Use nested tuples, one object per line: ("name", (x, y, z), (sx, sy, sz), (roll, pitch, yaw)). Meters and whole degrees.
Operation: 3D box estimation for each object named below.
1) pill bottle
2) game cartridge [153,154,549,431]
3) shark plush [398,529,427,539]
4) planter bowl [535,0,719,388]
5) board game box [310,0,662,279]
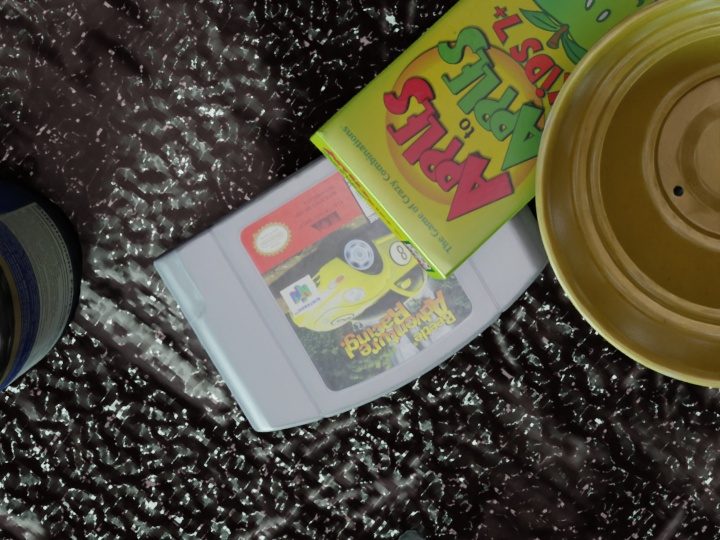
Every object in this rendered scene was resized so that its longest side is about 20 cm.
("pill bottle", (-0.209, 0.010, 0.880), (0.111, 0.200, 0.113), (1, 99, 4))
("game cartridge", (0.000, 0.000, 0.945), (0.199, 0.041, 0.134), (-31, 99, 9))
("shark plush", (0.083, 0.239, 0.962), (0.199, 0.091, 0.084), (35, 70, 4))
("planter bowl", (0.191, -0.050, 0.852), (0.198, 0.084, 0.203), (4, 108, 12))
("board game box", (0.081, -0.100, 0.891), (0.200, 0.048, 0.102), (-43, 95, -5))
